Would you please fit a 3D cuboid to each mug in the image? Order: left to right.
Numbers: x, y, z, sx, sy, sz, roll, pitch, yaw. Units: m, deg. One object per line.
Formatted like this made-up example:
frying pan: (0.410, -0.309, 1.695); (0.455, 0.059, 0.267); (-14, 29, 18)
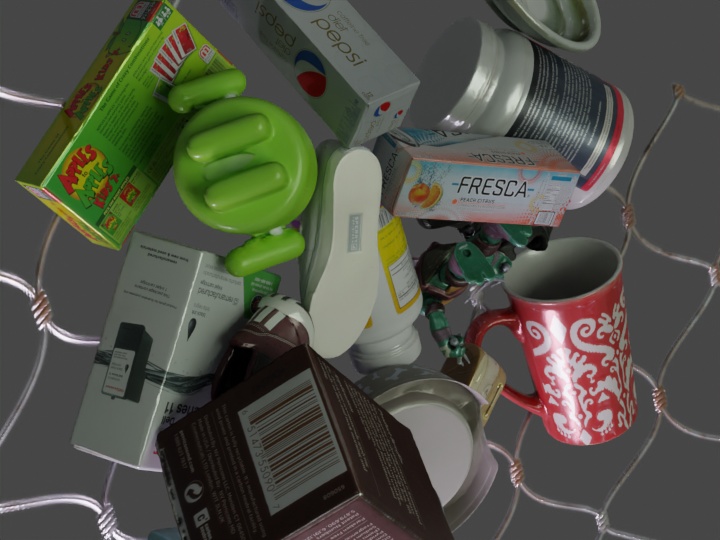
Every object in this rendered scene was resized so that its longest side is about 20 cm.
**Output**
mug: (0.219, 0.084, 1.876); (0.134, 0.177, 0.201); (-71, 150, -56)

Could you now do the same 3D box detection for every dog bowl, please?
dog bowl: (0.040, 0.183, 1.676); (0.199, 0.059, 0.201); (-11, 119, -21)

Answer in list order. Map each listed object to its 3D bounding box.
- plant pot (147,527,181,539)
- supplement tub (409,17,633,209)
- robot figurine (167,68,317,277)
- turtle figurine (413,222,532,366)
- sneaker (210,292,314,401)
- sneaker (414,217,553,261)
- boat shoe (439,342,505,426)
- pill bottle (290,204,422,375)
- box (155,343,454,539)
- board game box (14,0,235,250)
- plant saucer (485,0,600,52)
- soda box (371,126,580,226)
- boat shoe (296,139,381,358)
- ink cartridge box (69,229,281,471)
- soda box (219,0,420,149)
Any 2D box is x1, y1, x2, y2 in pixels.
plant pot: (-0.116, 0.324, 1.614); (0.200, 0.141, 0.142); (22, 85, -35)
supplement tub: (0.165, -0.159, 1.720); (0.199, 0.140, 0.141); (24, 83, -26)
robot figurine: (-0.097, -0.090, 1.463); (0.115, 0.200, 0.176); (-22, 91, 3)
turtle figurine: (0.099, 0.015, 1.709); (0.100, 0.200, 0.150); (27, 60, -3)
sneaker: (-0.091, 0.129, 1.531); (0.115, 0.075, 0.201); (-38, 129, -46)
sneaker: (0.140, -0.050, 1.786); (0.199, 0.077, 0.084); (1, 95, -40)
boat shoe: (0.097, 0.179, 1.794); (0.069, 0.074, 0.201); (31, 85, -34)
pill bottle: (0.000, 0.000, 1.659); (0.104, 0.104, 0.201); (-33, 119, -31)
box: (-0.042, 0.202, 1.454); (0.164, 0.166, 0.200); (-33, 140, 12)
board game box: (-0.205, -0.131, 1.491); (0.102, 0.048, 0.200); (42, 72, -38)
plant saucer: (0.165, -0.299, 1.731); (0.200, 0.050, 0.201); (32, 40, -32)
soda box: (0.106, -0.088, 1.597); (0.199, 0.068, 0.064); (3, 120, -33)
boat shoe: (-0.029, -0.022, 1.551); (0.072, 0.068, 0.201); (-9, 111, -28)
ink cartridge box: (-0.165, 0.080, 1.523); (0.146, 0.083, 0.201); (19, 87, -62)
soda box: (-0.039, -0.207, 1.524); (0.068, 0.200, 0.064); (-26, 157, -35)
